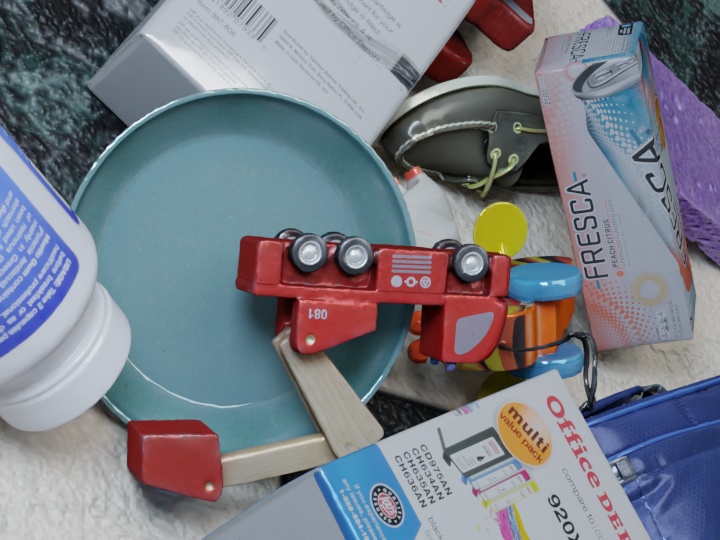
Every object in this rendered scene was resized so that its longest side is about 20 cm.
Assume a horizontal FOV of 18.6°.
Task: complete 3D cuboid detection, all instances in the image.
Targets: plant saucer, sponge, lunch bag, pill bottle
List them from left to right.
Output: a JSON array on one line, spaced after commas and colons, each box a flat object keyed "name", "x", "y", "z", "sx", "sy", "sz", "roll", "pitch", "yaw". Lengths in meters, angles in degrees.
[{"name": "pill bottle", "x": -0.197, "y": -0.012, "z": 1.063, "sx": 0.200, "sy": 0.111, "sz": 0.113, "roll": 54, "pitch": 35, "yaw": -39}, {"name": "plant saucer", "x": -0.068, "y": 0.002, "z": 1.196, "sx": 0.198, "sy": 0.036, "sz": 0.202, "roll": -1, "pitch": 95, "yaw": -15}, {"name": "lunch bag", "x": 0.171, "y": 0.136, "z": 1.309, "sx": 0.199, "sy": 0.136, "sz": 0.133, "roll": -14, "pitch": 74, "yaw": -45}, {"name": "sponge", "x": 0.216, "y": -0.085, "z": 1.526, "sx": 0.200, "sy": 0.030, "sz": 0.112, "roll": 32, "pitch": 45, "yaw": -47}]

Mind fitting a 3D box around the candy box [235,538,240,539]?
[{"name": "candy box", "x": -0.051, "y": 0.245, "z": 1.018, "sx": 0.200, "sy": 0.169, "sz": 0.077, "roll": 46, "pitch": 39, "yaw": -7}]

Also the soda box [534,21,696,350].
[{"name": "soda box", "x": 0.164, "y": -0.051, "z": 1.399, "sx": 0.064, "sy": 0.068, "sz": 0.201, "roll": -69, "pitch": 148, "yaw": -61}]

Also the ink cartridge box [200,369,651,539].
[{"name": "ink cartridge box", "x": 0.036, "y": 0.165, "z": 1.163, "sx": 0.199, "sy": 0.144, "sz": 0.148, "roll": -18, "pitch": 76, "yaw": -46}]

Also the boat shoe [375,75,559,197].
[{"name": "boat shoe", "x": 0.090, "y": -0.082, "z": 1.425, "sx": 0.201, "sy": 0.072, "sz": 0.061, "roll": -4, "pitch": 62, "yaw": -47}]

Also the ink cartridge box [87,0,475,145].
[{"name": "ink cartridge box", "x": -0.043, "y": -0.137, "z": 1.309, "sx": 0.145, "sy": 0.084, "sz": 0.200, "roll": 44, "pitch": 55, "yaw": -11}]

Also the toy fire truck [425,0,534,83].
[{"name": "toy fire truck", "x": 0.042, "y": -0.230, "z": 1.468, "sx": 0.200, "sy": 0.112, "sz": 0.168, "roll": 40, "pitch": 20, "yaw": -16}]

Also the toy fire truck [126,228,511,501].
[{"name": "toy fire truck", "x": -0.020, "y": 0.050, "z": 1.169, "sx": 0.198, "sy": 0.049, "sz": 0.142, "roll": 4, "pitch": 94, "yaw": -16}]

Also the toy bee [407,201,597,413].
[{"name": "toy bee", "x": 0.082, "y": 0.025, "z": 1.317, "sx": 0.108, "sy": 0.200, "sz": 0.132, "roll": -1, "pitch": 83, "yaw": 2}]

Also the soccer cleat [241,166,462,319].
[{"name": "soccer cleat", "x": 0.000, "y": 0.000, "z": 1.299, "sx": 0.200, "sy": 0.069, "sz": 0.078, "roll": -30, "pitch": 89, "yaw": -50}]
